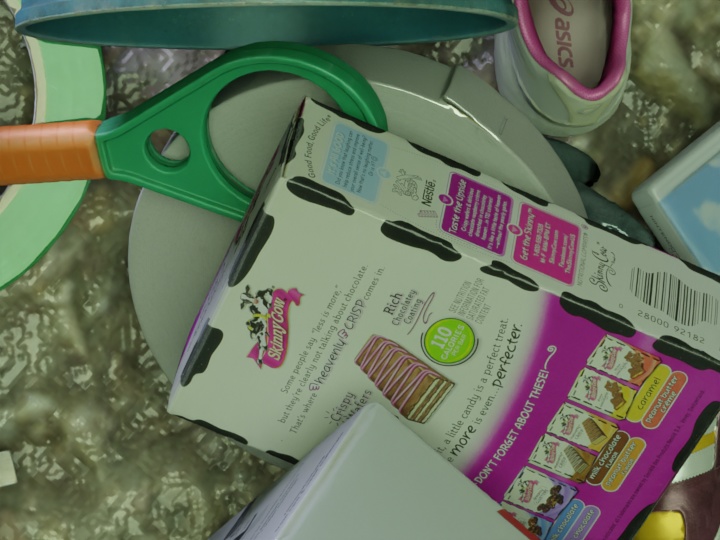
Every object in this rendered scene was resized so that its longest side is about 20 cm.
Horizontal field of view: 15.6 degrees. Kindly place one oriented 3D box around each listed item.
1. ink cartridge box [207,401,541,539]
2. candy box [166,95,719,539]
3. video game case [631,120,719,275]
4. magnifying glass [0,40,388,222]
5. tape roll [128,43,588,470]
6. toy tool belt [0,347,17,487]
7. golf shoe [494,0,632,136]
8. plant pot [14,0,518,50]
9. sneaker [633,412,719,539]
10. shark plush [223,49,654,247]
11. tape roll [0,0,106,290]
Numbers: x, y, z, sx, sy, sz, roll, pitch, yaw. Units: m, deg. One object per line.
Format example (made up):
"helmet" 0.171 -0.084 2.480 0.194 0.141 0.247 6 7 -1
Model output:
"ink cartridge box" -0.001 0.160 1.080 0.144 0.200 0.084 40 56 -4
"candy box" 0.038 0.032 1.068 0.199 0.061 0.137 23 127 -8
"video game case" 0.238 -0.014 1.170 0.200 0.022 0.183 -37 97 -26
"magnifying glass" -0.086 -0.052 1.086 0.198 0.022 0.080 -4 119 14
"tape roll" 0.000 0.000 1.126 0.201 0.037 0.204 6 120 11
"toy tool belt" -0.194 0.123 1.120 0.122 0.125 0.202 -13 96 3
"golf shoe" 0.086 -0.159 1.148 0.075 0.092 0.202 -12 94 -4
"plant pot" -0.038 -0.189 1.041 0.198 0.200 0.190 -1 90 -6
"sneaker" 0.134 0.069 1.179 0.090 0.075 0.201 26 82 -10
"shark plush" 0.036 -0.054 1.151 0.200 0.083 0.091 39 83 -4
"tape roll" -0.210 -0.076 1.140 0.199 0.048 0.202 0 94 -6
